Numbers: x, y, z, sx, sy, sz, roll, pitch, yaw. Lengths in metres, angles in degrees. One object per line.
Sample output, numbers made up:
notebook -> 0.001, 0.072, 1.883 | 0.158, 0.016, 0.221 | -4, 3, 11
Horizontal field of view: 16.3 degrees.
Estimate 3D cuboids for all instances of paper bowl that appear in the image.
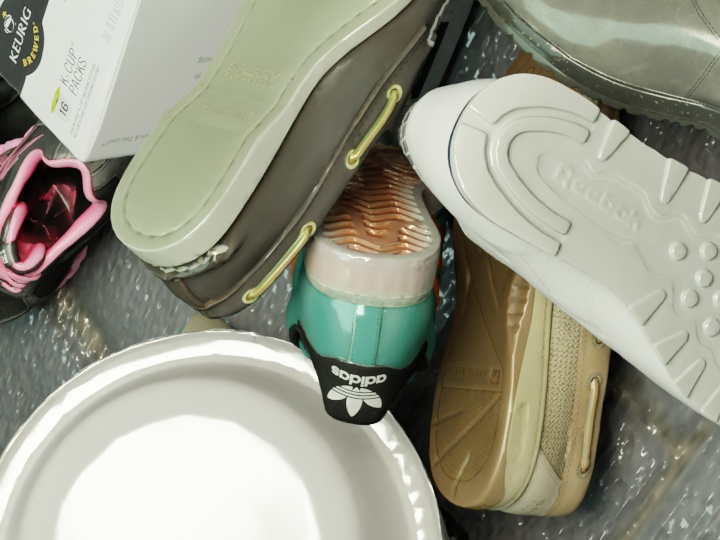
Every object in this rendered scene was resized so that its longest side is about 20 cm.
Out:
paper bowl -> -0.063, 0.123, 1.036 | 0.201, 0.200, 0.104 | 62, 177, 18

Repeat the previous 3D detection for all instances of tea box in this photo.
tea box -> -0.076, -0.164, 1.070 | 0.197, 0.199, 0.134 | 43, 127, 31

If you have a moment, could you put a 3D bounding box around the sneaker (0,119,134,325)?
sneaker -> -0.166, -0.024, 1.261 | 0.079, 0.096, 0.200 | 36, 133, -8

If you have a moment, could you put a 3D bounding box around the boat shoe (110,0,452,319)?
boat shoe -> -0.015, -0.073, 0.964 | 0.072, 0.061, 0.202 | 26, 73, 43

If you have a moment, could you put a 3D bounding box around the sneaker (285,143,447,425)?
sneaker -> 0.000, 0.000, 1.047 | 0.071, 0.200, 0.080 | 10, 108, 1

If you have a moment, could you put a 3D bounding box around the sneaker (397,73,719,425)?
sneaker -> 0.101, -0.006, 0.962 | 0.200, 0.077, 0.080 | 41, 165, -19

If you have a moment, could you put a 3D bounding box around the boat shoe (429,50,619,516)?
boat shoe -> 0.079, 0.001, 1.040 | 0.071, 0.064, 0.201 | 14, 92, 58

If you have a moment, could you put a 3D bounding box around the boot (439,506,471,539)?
boot -> -0.029, 0.155, 1.171 | 0.211, 0.079, 0.159 | 35, 127, 28

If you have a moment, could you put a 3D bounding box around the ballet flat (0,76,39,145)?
ballet flat -> -0.176, -0.089, 1.297 | 0.200, 0.057, 0.067 | -43, 68, 42

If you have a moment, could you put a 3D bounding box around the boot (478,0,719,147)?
boot -> 0.145, -0.112, 0.936 | 0.199, 0.068, 0.131 | 33, 120, 19

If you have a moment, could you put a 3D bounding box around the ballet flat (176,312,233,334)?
ballet flat -> -0.067, 0.094, 1.161 | 0.069, 0.069, 0.201 | -43, 23, 43
